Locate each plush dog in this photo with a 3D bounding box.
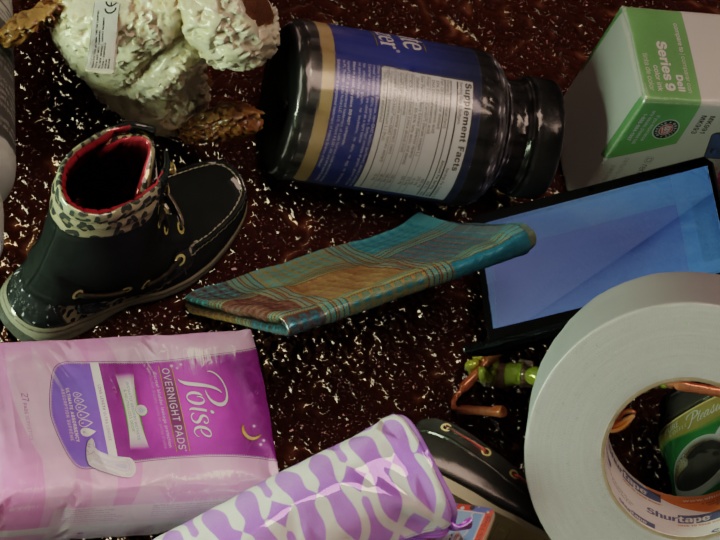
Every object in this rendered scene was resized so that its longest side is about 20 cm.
[{"bbox_3d":[-0.149,-0.155,1.766,0.160,0.172,0.200,-36,60,-7],"label":"plush dog"}]

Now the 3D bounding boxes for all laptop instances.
[{"bbox_3d":[0.154,-0.012,1.741,0.176,0.200,0.104,-15,86,10],"label":"laptop"}]

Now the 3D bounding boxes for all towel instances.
[{"bbox_3d":[0.000,0.000,1.746,0.199,0.146,0.022,-18,104,-29],"label":"towel"}]

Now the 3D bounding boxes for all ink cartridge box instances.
[{"bbox_3d":[0.258,-0.110,1.903,0.198,0.146,0.088,1,58,-21],"label":"ink cartridge box"}]

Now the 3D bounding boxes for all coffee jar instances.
[{"bbox_3d":[0.255,0.157,1.751,0.085,0.104,0.201,23,50,-33],"label":"coffee jar"}]

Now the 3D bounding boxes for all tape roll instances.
[{"bbox_3d":[0.201,0.104,1.623,0.199,0.201,0.066,26,20,-3],"label":"tape roll"}]

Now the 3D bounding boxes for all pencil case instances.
[{"bbox_3d":[-0.038,0.164,1.601,0.199,0.084,0.086,-29,72,-8],"label":"pencil case"}]

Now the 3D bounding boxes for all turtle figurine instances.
[{"bbox_3d":[0.169,0.056,1.796,0.198,0.065,0.162,-5,42,21],"label":"turtle figurine"}]

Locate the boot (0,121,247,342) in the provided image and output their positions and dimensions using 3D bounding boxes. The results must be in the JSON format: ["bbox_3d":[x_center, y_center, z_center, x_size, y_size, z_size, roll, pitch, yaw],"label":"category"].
[{"bbox_3d":[-0.136,-0.042,1.701,0.203,0.154,0.074,-32,73,-34],"label":"boot"}]

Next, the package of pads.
[{"bbox_3d":[-0.154,0.105,1.647,0.198,0.076,0.121,-2,61,-22],"label":"package of pads"}]

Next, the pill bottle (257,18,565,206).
[{"bbox_3d":[0.036,-0.105,1.836,0.198,0.112,0.113,8,56,-16],"label":"pill bottle"}]

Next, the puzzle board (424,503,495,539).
[{"bbox_3d":[-0.018,0.212,1.614,0.150,0.017,0.201,4,48,26],"label":"puzzle board"}]

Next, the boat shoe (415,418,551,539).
[{"bbox_3d":[0.109,0.167,1.708,0.201,0.074,0.063,33,50,0],"label":"boat shoe"}]

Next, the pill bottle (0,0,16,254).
[{"bbox_3d":[-0.279,-0.099,1.708,0.112,0.113,0.201,5,56,-18],"label":"pill bottle"}]
